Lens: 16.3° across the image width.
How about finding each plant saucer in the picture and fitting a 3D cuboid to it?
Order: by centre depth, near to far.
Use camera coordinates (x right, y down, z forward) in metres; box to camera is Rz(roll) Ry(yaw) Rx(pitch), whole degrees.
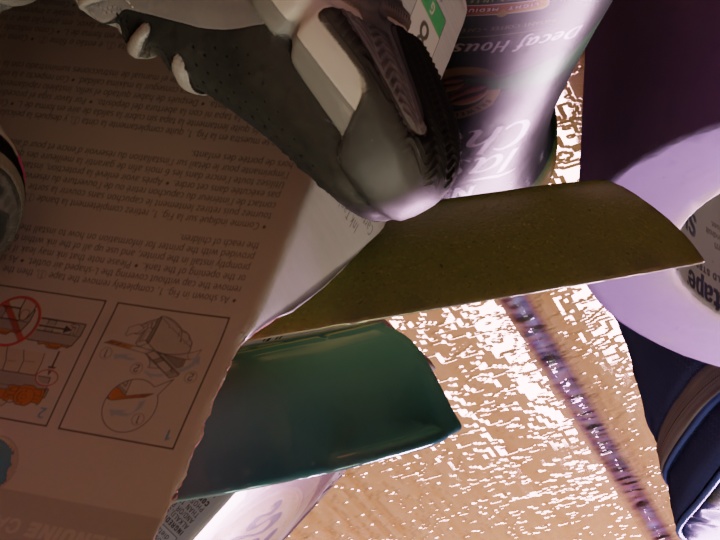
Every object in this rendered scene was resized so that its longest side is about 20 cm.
[{"bbox_3d":[0.000,0.000,0.740,0.199,0.031,0.200,-10,179,0],"label":"plant saucer"}]

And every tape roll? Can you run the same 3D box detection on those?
[{"bbox_3d":[0.176,-0.040,0.879,0.199,0.085,0.200,5,152,3],"label":"tape roll"}]

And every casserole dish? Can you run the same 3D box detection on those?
[{"bbox_3d":[-0.064,0.047,0.742,0.200,0.039,0.121,-12,179,37],"label":"casserole dish"}]

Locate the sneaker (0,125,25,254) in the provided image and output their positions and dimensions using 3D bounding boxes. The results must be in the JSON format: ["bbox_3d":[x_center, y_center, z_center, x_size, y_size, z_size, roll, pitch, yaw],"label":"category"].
[{"bbox_3d":[-0.145,0.006,0.558,0.200,0.087,0.074,-7,138,-50],"label":"sneaker"}]

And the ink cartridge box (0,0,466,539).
[{"bbox_3d":[-0.078,-0.010,0.663,0.160,0.200,0.050,7,153,28],"label":"ink cartridge box"}]

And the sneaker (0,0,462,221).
[{"bbox_3d":[-0.066,-0.068,0.622,0.115,0.200,0.075,-38,158,13],"label":"sneaker"}]

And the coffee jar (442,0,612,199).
[{"bbox_3d":[0.022,-0.077,0.792,0.104,0.086,0.200,-6,154,-10],"label":"coffee jar"}]

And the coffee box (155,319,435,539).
[{"bbox_3d":[-0.075,0.079,0.904,0.200,0.080,0.113,-48,165,2],"label":"coffee box"}]

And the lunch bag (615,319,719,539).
[{"bbox_3d":[0.220,0.045,1.071,0.199,0.133,0.136,-3,153,-16],"label":"lunch bag"}]
